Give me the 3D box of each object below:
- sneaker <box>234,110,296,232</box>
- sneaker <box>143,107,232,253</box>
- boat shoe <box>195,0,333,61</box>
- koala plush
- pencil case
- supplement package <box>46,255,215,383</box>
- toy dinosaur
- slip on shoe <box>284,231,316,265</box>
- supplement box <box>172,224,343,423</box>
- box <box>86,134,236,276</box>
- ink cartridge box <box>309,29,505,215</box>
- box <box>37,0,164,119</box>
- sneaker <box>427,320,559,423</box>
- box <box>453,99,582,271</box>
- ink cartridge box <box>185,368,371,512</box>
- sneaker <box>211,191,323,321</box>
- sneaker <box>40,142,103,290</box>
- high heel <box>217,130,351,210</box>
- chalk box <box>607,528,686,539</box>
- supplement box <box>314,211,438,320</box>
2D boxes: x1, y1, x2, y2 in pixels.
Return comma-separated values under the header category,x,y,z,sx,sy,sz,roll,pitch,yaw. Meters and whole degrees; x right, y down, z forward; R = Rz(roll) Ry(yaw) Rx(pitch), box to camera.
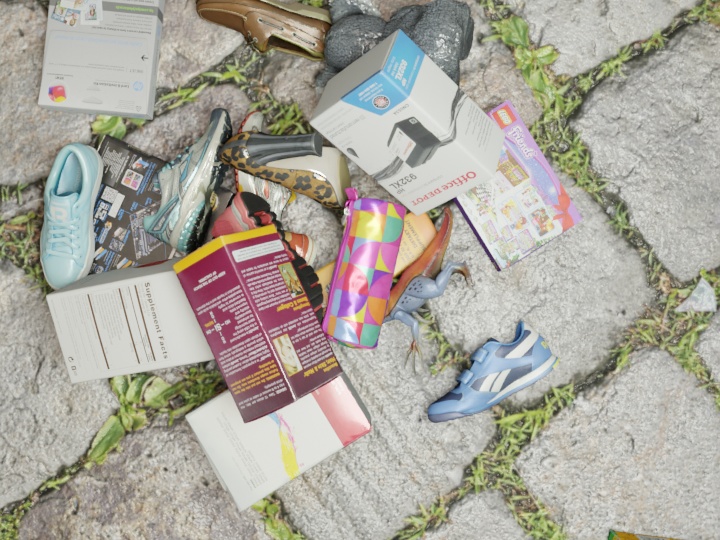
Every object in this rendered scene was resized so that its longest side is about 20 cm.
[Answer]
category,x,y,z,sx,sy,sz,roll,pitch,yaw
sneaker,-0.133,-0.120,1.116,0.081,0.078,0.202,-6,96,-8
sneaker,-0.230,-0.129,1.063,0.086,0.078,0.201,18,80,3
boat shoe,-0.136,-0.340,1.116,0.198,0.072,0.069,9,87,0
koala plush,0.040,-0.293,1.075,0.199,0.184,0.179,12,88,10
pencil case,0.000,0.000,1.039,0.088,0.088,0.202,10,87,0
supplement package,-0.270,0.056,1.027,0.198,0.121,0.121,-11,100,10
toy dinosaur,0.063,0.030,1.088,0.180,0.105,0.201,-16,98,8
slip on shoe,-0.132,0.033,1.091,0.061,0.074,0.201,24,104,-29
supplement box,-0.117,0.059,0.933,0.085,0.110,0.201,-27,87,29
box,-0.302,-0.058,1.119,0.197,0.050,0.201,24,88,-1
ink cartridge box,0.061,-0.177,1.005,0.200,0.145,0.084,38,52,-25
box,-0.362,-0.322,1.130,0.155,0.041,0.202,5,87,0
sneaker,0.172,0.143,1.108,0.199,0.074,0.083,-29,87,-8
box,0.201,-0.118,1.129,0.136,0.039,0.201,-31,89,-1
ink cartridge box,-0.104,0.194,1.065,0.199,0.145,0.145,-32,89,-2
sneaker,-0.120,0.001,1.027,0.087,0.074,0.201,-34,83,25
sneaker,-0.393,-0.072,1.056,0.073,0.082,0.202,5,88,2
high heel,-0.094,-0.130,1.072,0.141,0.200,0.072,-1,70,17
chalk box,0.396,0.471,1.073,0.124,0.124,0.202,8,88,0
supplement box,0.016,-0.008,1.112,0.199,0.069,0.067,-33,87,1
